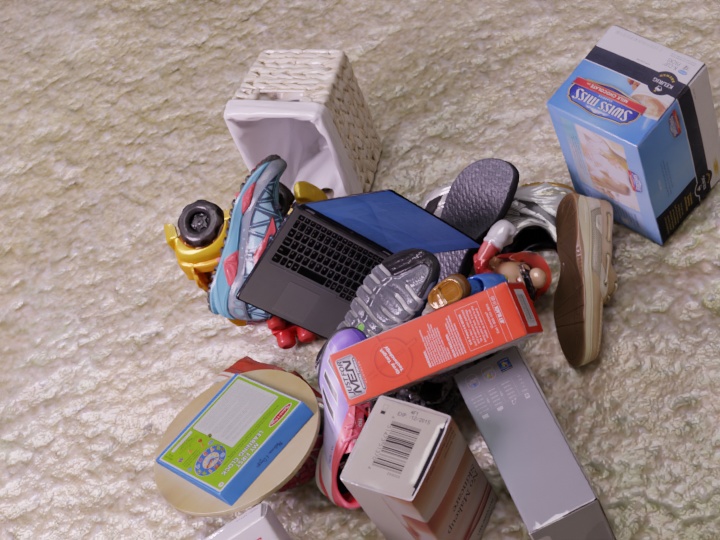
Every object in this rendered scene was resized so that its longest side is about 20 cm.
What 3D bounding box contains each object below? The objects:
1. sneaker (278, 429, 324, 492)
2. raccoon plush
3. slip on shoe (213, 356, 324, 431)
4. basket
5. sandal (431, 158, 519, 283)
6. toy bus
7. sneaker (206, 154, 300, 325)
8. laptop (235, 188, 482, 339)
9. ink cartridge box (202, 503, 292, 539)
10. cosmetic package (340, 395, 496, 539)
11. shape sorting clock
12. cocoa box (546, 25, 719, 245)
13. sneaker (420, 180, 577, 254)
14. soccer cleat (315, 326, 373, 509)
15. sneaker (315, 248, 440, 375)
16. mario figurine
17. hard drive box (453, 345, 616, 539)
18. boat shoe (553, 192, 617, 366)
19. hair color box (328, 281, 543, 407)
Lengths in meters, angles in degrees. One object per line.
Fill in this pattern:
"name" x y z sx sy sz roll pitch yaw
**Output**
"sneaker" -0.133 0.210 1.670 0.200 0.081 0.075 -13 43 9
"raccoon plush" 0.098 0.155 1.639 0.200 0.134 0.097 -11 30 -26
"slip on shoe" -0.077 0.147 1.699 0.200 0.074 0.061 17 50 29
"basket" -0.065 -0.172 1.829 0.135 0.200 0.123 4 53 22
"sandal" 0.127 -0.049 1.711 0.076 0.043 0.200 45 121 30
"toy bus" -0.124 0.006 1.785 0.200 0.136 0.192 -15 70 13
"sneaker" -0.107 -0.034 1.693 0.095 0.079 0.200 18 101 7
"laptop" 0.000 0.000 1.649 0.116 0.187 0.200 38 97 42
"ink cartridge box" -0.105 0.363 1.491 0.146 0.083 0.200 -33 91 -2
"cosmetic package" 0.065 0.225 1.509 0.087 0.200 0.103 14 66 27
"shape sorting clock" -0.136 0.189 1.605 0.200 0.039 0.200 -20 36 15
"cocoa box" 0.317 -0.152 1.664 0.133 0.200 0.131 32 74 34
"sneaker" 0.162 -0.056 1.739 0.200 0.076 0.088 -2 61 23
"soccer cleat" -0.010 0.163 1.596 0.068 0.200 0.073 1 12 -20
"sneaker" 0.040 0.058 1.674 0.200 0.115 0.075 -49 59 19
"mario figurine" 0.161 0.020 1.627 0.106 0.124 0.200 26 26 23
"hard drive box" 0.184 0.203 1.506 0.077 0.156 0.200 -27 52 2
"boat shoe" 0.262 0.011 1.655 0.065 0.072 0.200 7 71 -21
"hair color box" 0.079 0.075 1.499 0.200 0.102 0.061 -24 83 15
